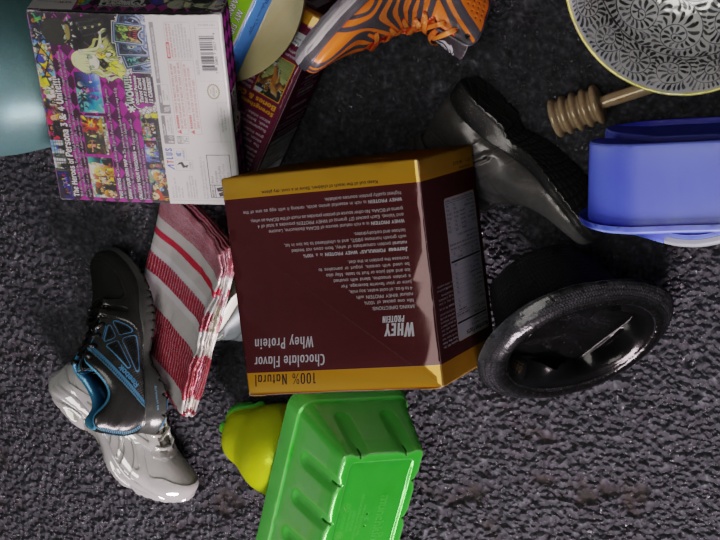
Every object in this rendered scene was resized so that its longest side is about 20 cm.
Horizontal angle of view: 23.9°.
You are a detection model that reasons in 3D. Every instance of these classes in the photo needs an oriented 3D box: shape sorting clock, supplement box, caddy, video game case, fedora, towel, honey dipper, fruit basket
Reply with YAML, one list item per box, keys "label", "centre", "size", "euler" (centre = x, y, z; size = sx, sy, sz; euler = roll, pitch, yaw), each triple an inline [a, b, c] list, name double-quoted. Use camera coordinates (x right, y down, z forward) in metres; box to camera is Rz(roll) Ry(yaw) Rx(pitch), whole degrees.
- label: "shape sorting clock"
  centre: [-0.142, -0.265, 1.534]
  size: [0.199, 0.039, 0.201]
  euler: [10, 116, 20]
- label: "supplement box"
  centre: [-0.105, -0.185, 1.618]
  size: [0.110, 0.086, 0.201]
  euler: [30, 116, 9]
- label: "caddy"
  centre: [0.287, -0.072, 1.479]
  size: [0.199, 0.141, 0.106]
  euler: [-1, 105, 22]
- label: "video game case"
  centre: [-0.200, -0.153, 1.554]
  size: [0.180, 0.036, 0.201]
  euler: [2, 125, 9]
- label: "fedora"
  centre: [0.185, 0.035, 1.551]
  size: [0.200, 0.200, 0.092]
  euler: [-40, 56, 27]
- label: "towel"
  centre: [-0.185, 0.029, 1.720]
  size: [0.144, 0.023, 0.201]
  euler: [43, 125, 44]
- label: "supplement box"
  centre: [0.000, 0.000, 1.546]
  size: [0.196, 0.133, 0.201]
  euler: [-4, 97, 26]
- label: "honey dipper"
  centre: [0.265, -0.166, 1.516]
  size: [0.199, 0.038, 0.038]
  euler: [-17, 102, 21]
- label: "fruit basket"
  centre: [-0.045, 0.199, 1.725]
  size: [0.215, 0.155, 0.217]
  euler: [1, 91, 61]

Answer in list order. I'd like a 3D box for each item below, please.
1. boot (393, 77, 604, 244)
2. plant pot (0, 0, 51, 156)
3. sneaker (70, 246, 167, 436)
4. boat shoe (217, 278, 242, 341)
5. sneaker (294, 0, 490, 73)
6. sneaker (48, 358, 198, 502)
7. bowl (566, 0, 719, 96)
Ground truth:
- label: "boot"
  centre: [0.127, -0.071, 1.589]
  size: [0.200, 0.070, 0.132]
  euler: [48, 121, 12]
- label: "plant pot"
  centre: [-0.340, -0.201, 1.652]
  size: [0.187, 0.200, 0.201]
  euler: [6, 111, 4]
- label: "sneaker"
  centre: [-0.253, 0.070, 1.735]
  size: [0.073, 0.082, 0.201]
  euler: [-37, 62, 53]
- label: "boat shoe"
  centre: [-0.089, -0.005, 1.703]
  size: [0.062, 0.073, 0.200]
  euler: [24, 117, -37]
- label: "sneaker"
  centre: [0.042, -0.220, 1.514]
  size: [0.200, 0.078, 0.112]
  euler: [-42, 99, -10]
- label: "sneaker"
  centre: [-0.237, 0.158, 1.798]
  size: [0.200, 0.078, 0.099]
  euler: [45, 114, 0]
- label: "bowl"
  centre: [0.279, -0.257, 1.441]
  size: [0.200, 0.094, 0.202]
  euler: [7, 112, 18]
